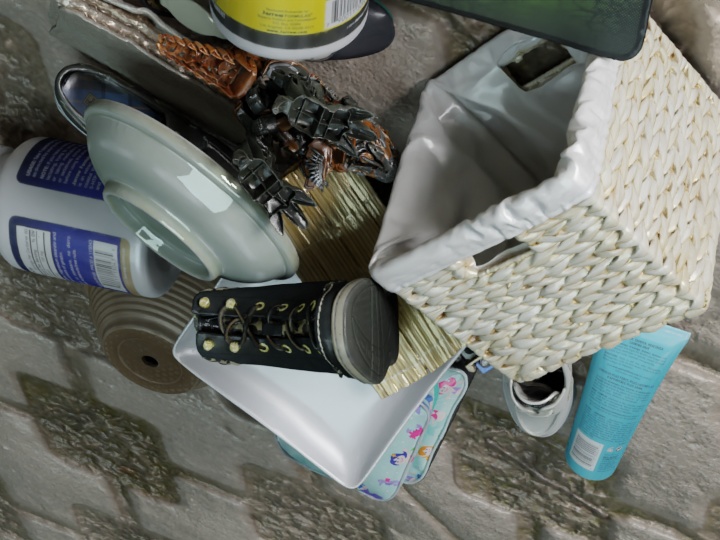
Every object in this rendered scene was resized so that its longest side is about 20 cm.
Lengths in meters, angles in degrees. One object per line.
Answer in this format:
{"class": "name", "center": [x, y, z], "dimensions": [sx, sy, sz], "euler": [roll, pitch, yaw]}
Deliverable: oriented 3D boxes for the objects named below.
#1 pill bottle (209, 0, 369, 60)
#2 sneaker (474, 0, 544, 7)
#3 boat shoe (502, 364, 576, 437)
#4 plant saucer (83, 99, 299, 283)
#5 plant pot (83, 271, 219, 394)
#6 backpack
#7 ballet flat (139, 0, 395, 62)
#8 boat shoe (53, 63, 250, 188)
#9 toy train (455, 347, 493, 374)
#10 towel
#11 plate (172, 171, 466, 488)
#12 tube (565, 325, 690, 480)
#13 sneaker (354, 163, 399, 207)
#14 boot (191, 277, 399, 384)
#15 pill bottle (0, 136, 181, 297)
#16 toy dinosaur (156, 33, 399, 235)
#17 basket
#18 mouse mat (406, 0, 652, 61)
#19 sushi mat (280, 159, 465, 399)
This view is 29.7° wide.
{"class": "pill bottle", "center": [-0.045, -0.248, 0.874], "dimensions": [0.113, 0.115, 0.202], "euler": [14, 137, 9]}
{"class": "sneaker", "center": [0.147, -0.230, 0.857], "dimensions": [0.198, 0.076, 0.089], "euler": [-13, 114, 33]}
{"class": "boat shoe", "center": [0.161, 0.098, 1.220], "dimensions": [0.071, 0.066, 0.201], "euler": [14, 141, 9]}
{"class": "plant saucer", "center": [-0.138, -0.044, 1.017], "dimensions": [0.199, 0.050, 0.200], "euler": [35, 164, 11]}
{"class": "plant pot", "center": [-0.188, 0.053, 1.313], "dimensions": [0.198, 0.093, 0.202], "euler": [14, 141, 12]}
{"class": "backpack", "center": [-0.007, 0.099, 1.242], "dimensions": [0.198, 0.151, 0.179], "euler": [28, 130, 6]}
{"class": "ballet flat", "center": [-0.074, -0.188, 0.998], "dimensions": [0.197, 0.074, 0.073], "euler": [20, 142, 3]}
{"class": "boat shoe", "center": [-0.166, -0.102, 1.104], "dimensions": [0.198, 0.069, 0.057], "euler": [32, 178, -3]}
{"class": "toy train", "center": [0.161, 0.028, 1.110], "dimensions": [0.199, 0.034, 0.046], "euler": [-34, 104, 21]}
{"class": "towel", "center": [-0.152, -0.160, 1.055], "dimensions": [0.198, 0.035, 0.132], "euler": [31, 172, -13]}
{"class": "plate", "center": [-0.028, 0.050, 1.125], "dimensions": [0.199, 0.032, 0.201], "euler": [36, 109, 0]}
{"class": "tube", "center": [0.231, 0.112, 1.223], "dimensions": [0.076, 0.051, 0.202], "euler": [14, 136, 3]}
{"class": "sneaker", "center": [0.035, -0.019, 1.152], "dimensions": [0.084, 0.073, 0.201], "euler": [-7, 127, 47]}
{"class": "boot", "center": [-0.054, 0.044, 0.989], "dimensions": [0.151, 0.075, 0.203], "euler": [-1, 179, 9]}
{"class": "pill bottle", "center": [-0.257, -0.053, 1.200], "dimensions": [0.197, 0.121, 0.121], "euler": [12, 141, 13]}
{"class": "toy dinosaur", "center": [-0.055, -0.105, 0.960], "dimensions": [0.197, 0.136, 0.103], "euler": [7, 123, -19]}
{"class": "basket", "center": [0.138, -0.056, 0.947], "dimensions": [0.160, 0.202, 0.197], "euler": [39, 139, -24]}
{"class": "mouse mat", "center": [0.096, -0.229, 0.841], "dimensions": [0.198, 0.008, 0.163], "euler": [21, 123, 26]}
{"class": "sushi mat", "center": [0.000, 0.000, 1.081], "dimensions": [0.095, 0.012, 0.201], "euler": [-32, 98, 17]}
